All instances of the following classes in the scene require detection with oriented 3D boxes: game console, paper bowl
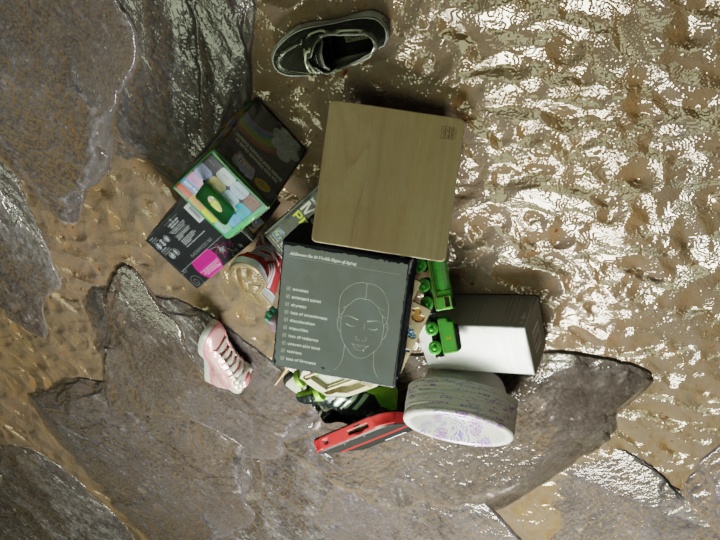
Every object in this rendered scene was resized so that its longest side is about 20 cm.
[{"bbox_3d":[0.024,0.311,1.697,0.198,0.175,0.032,-28,69,32],"label":"game console"},{"bbox_3d":[0.178,0.232,1.548,0.196,0.106,0.201,11,158,4],"label":"paper bowl"}]

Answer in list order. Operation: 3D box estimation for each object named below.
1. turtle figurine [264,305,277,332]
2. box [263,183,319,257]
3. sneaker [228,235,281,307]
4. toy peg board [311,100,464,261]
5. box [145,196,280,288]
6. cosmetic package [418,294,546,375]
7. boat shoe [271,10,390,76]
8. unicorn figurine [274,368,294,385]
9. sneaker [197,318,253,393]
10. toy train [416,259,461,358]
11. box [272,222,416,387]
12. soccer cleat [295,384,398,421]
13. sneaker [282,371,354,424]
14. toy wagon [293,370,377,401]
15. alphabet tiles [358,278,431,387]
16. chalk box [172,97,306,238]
[{"bbox_3d":[-0.070,0.084,1.542,0.198,0.148,0.103,3,94,44],"label":"turtle figurine"},{"bbox_3d":[-0.035,-0.036,1.419,0.159,0.044,0.201,-37,96,17],"label":"box"},{"bbox_3d":[-0.168,-0.019,1.502,0.070,0.114,0.200,19,163,7],"label":"sneaker"},{"bbox_3d":[0.042,-0.130,1.295,0.195,0.098,0.205,8,94,4],"label":"toy peg board"},{"bbox_3d":[-0.256,-0.086,1.514,0.132,0.115,0.199,44,134,-13],"label":"box"},{"bbox_3d":[0.199,0.105,1.466,0.196,0.091,0.108,4,130,29],"label":"cosmetic package"},{"bbox_3d":[-0.053,-0.312,1.238,0.197,0.064,0.071,-10,124,34],"label":"boat shoe"},{"bbox_3d":[-0.084,0.164,1.661,0.135,0.075,0.201,17,147,2],"label":"unicorn figurine"},{"bbox_3d":[-0.267,0.180,1.787,0.103,0.076,0.202,23,144,14],"label":"sneaker"},{"bbox_3d":[0.123,0.039,1.413,0.055,0.042,0.205,-10,90,17],"label":"toy train"},{"bbox_3d":[-0.021,0.049,1.344,0.196,0.124,0.201,10,109,8],"label":"box"},{"bbox_3d":[-0.025,0.251,1.677,0.195,0.068,0.083,-3,94,0],"label":"soccer cleat"},{"bbox_3d":[-0.073,0.252,1.742,0.196,0.088,0.077,17,137,16],"label":"sneaker"},{"bbox_3d":[-0.042,0.168,1.538,0.153,0.040,0.200,-22,143,20],"label":"toy wagon"},{"bbox_3d":[0.014,0.083,1.415,0.164,0.006,0.203,26,108,4],"label":"alphabet tiles"},{"bbox_3d":[-0.195,-0.145,1.365,0.124,0.201,0.123,45,134,-16],"label":"chalk box"}]
